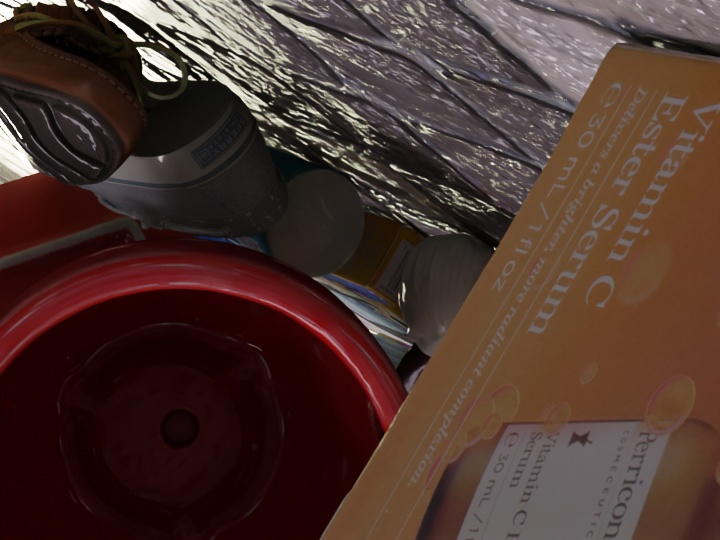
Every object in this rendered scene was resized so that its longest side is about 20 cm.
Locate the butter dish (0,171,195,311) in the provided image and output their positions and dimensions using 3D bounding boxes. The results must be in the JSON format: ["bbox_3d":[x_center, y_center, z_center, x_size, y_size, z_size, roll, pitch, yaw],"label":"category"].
[{"bbox_3d":[-0.167,0.068,1.180,0.148,0.200,0.200,-31,82,55],"label":"butter dish"}]

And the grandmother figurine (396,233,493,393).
[{"bbox_3d":[0.069,0.045,1.110,0.200,0.121,0.061,52,-160,-52],"label":"grandmother figurine"}]

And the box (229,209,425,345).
[{"bbox_3d":[0.000,0.000,1.238,0.119,0.042,0.200,34,171,-33],"label":"box"}]

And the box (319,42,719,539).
[{"bbox_3d":[0.106,0.048,0.523,0.106,0.153,0.200,34,173,-28],"label":"box"}]

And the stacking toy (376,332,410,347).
[{"bbox_3d":[0.085,0.093,1.463,0.200,0.086,0.085,16,166,46],"label":"stacking toy"}]

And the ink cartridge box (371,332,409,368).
[{"bbox_3d":[0.044,0.113,1.169,0.162,0.057,0.200,24,-152,-49],"label":"ink cartridge box"}]

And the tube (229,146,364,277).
[{"bbox_3d":[-0.065,-0.042,1.175,0.200,0.050,0.078,25,141,59],"label":"tube"}]

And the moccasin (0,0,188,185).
[{"bbox_3d":[-0.124,-0.084,1.031,0.074,0.078,0.201,48,174,-14],"label":"moccasin"}]

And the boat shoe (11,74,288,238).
[{"bbox_3d":[-0.098,-0.048,1.104,0.072,0.070,0.201,56,160,-24],"label":"boat shoe"}]

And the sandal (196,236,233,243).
[{"bbox_3d":[-0.092,-0.005,1.314,0.087,0.080,0.200,21,-151,-11],"label":"sandal"}]

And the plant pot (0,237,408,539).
[{"bbox_3d":[-0.080,0.081,1.005,0.200,0.201,0.183,32,-177,-10],"label":"plant pot"}]
